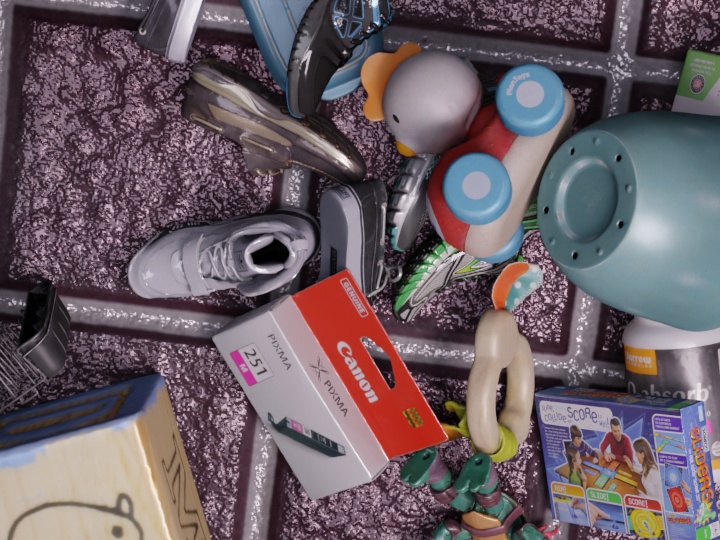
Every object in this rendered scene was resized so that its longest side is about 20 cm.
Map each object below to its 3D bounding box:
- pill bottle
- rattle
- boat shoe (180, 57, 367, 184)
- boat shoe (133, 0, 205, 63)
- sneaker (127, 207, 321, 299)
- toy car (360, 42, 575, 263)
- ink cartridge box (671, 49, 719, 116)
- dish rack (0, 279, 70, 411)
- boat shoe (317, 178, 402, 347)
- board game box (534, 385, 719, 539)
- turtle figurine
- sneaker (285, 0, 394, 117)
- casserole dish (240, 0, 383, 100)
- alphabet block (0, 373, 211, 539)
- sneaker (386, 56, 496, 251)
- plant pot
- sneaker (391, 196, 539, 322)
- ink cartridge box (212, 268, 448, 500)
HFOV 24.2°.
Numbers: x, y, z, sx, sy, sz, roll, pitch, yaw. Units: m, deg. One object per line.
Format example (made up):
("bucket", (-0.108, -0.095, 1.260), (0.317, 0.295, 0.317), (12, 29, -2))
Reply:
("pill bottle", (0.318, 0.102, 1.654), (0.116, 0.116, 0.201), (-8, 98, 1))
("rattle", (0.105, 0.082, 1.670), (0.130, 0.142, 0.201), (-21, 112, -42))
("boat shoe", (-0.087, -0.132, 1.650), (0.200, 0.075, 0.073), (32, 109, 3))
("boat shoe", (-0.173, -0.304, 1.624), (0.066, 0.070, 0.201), (17, 105, -4))
("sneaker", (-0.137, -0.012, 1.638), (0.199, 0.115, 0.076), (-13, 98, 2))
("toy car", (0.079, -0.127, 1.547), (0.199, 0.184, 0.177), (30, 84, 15))
("ink cartridge box", (0.358, -0.098, 1.602), (0.084, 0.145, 0.201), (9, 100, -28))
("dish rack", (-0.369, 0.106, 1.642), (0.200, 0.153, 0.055), (-35, 109, 6))
("boat shoe", (-0.001, -0.002, 1.648), (0.068, 0.074, 0.200), (-18, 124, -26))
("board game box", (0.257, 0.188, 1.635), (0.034, 0.200, 0.136), (-15, 100, -35))
("turtle figurine", (0.123, 0.259, 1.679), (0.149, 0.101, 0.200), (-12, 129, 23))
("sneaker", (-0.014, -0.234, 1.588), (0.082, 0.073, 0.201), (21, 98, -2))
("casserole dish", (-0.054, -0.263, 1.640), (0.121, 0.039, 0.201), (-22, 99, 3))
("alphabet block", (-0.264, 0.235, 1.635), (0.194, 0.196, 0.201), (-16, 98, 4))
("sneaker", (0.092, -0.103, 1.647), (0.091, 0.078, 0.201), (24, 99, -7))
("plant pot", (0.257, -0.054, 1.510), (0.160, 0.200, 0.202), (9, 100, -37))
("sneaker", (0.113, -0.013, 1.656), (0.200, 0.078, 0.085), (-39, 97, 5))
("ink cartridge box", (-0.031, 0.116, 1.647), (0.173, 0.044, 0.201), (-25, 99, 43))
